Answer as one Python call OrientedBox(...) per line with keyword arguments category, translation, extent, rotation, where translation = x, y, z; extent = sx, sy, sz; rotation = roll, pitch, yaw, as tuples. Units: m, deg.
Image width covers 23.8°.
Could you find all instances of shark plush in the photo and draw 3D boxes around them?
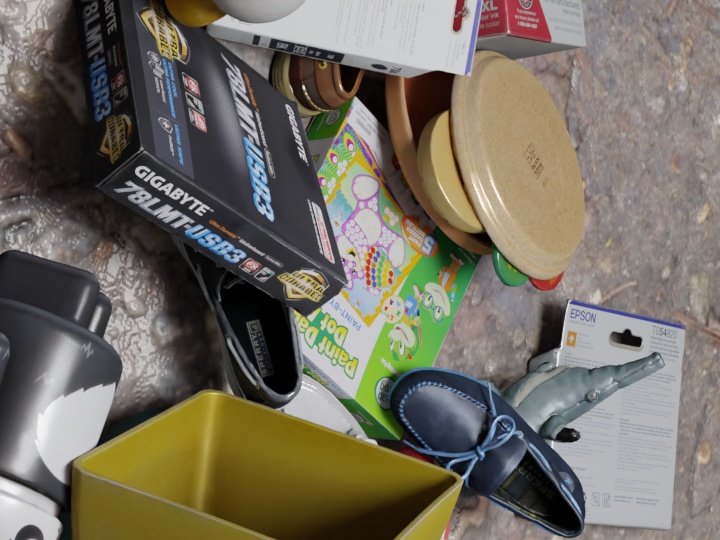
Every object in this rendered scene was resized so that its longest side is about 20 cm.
OrientedBox(category="shark plush", translation=(0.166, 0.129, 1.445), extent=(0.083, 0.199, 0.091), rotation=(-101, 173, -60))

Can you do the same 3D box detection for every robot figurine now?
OrientedBox(category="robot figurine", translation=(-0.222, 0.092, 1.077), extent=(0.150, 0.124, 0.201), rotation=(34, 66, -40))

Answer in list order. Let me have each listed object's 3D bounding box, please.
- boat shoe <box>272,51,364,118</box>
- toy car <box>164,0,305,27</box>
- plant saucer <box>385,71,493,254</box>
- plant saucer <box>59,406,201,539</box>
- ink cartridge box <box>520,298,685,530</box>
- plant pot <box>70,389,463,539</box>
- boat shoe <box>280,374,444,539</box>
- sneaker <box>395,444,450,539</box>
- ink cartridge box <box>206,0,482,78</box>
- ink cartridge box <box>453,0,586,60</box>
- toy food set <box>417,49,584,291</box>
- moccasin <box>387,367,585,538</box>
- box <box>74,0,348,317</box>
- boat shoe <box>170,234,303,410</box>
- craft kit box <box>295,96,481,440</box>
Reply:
OrientedBox(category="boat shoe", translation=(-0.004, -0.212, 1.335), extent=(0.072, 0.067, 0.201), rotation=(32, 68, -41))
OrientedBox(category="toy car", translation=(-0.084, -0.270, 1.151), extent=(0.200, 0.175, 0.150), rotation=(-51, 121, -8))
OrientedBox(category="plant saucer", translation=(0.079, -0.109, 1.411), extent=(0.200, 0.032, 0.201), rotation=(31, 50, -46))
OrientedBox(category="plant saucer", translation=(-0.132, 0.200, 1.234), extent=(0.199, 0.036, 0.201), rotation=(-1, 92, -46))
OrientedBox(category="ink cartridge box", translation=(0.228, 0.137, 1.594), extent=(0.199, 0.040, 0.201), rotation=(13, 81, -45))
OrientedBox(category="plant pot", translation=(-0.070, 0.210, 1.117), extent=(0.200, 0.199, 0.177), rotation=(-27, 132, -66))
OrientedBox(category="boat shoe", translation=(-0.003, 0.157, 1.295), extent=(0.072, 0.068, 0.201), rotation=(-28, 85, -32))
OrientedBox(category="sneaker", translation=(-0.003, 0.221, 1.337), extent=(0.115, 0.078, 0.201), rotation=(31, 68, -42))
OrientedBox(category="ink cartridge box", translation=(-0.009, -0.205, 1.274), extent=(0.199, 0.039, 0.100), rotation=(12, 79, -5))
OrientedBox(category="ink cartridge box", translation=(0.111, -0.282, 1.412), extent=(0.145, 0.082, 0.201), rotation=(-4, 88, -56))
OrientedBox(category="toy food set", translation=(0.122, -0.080, 1.388), extent=(0.198, 0.048, 0.201), rotation=(50, 37, -31))
OrientedBox(category="moccasin", translation=(0.111, 0.144, 1.361), extent=(0.199, 0.068, 0.081), rotation=(31, 105, -21))
OrientedBox(category="box", translation=(-0.104, -0.089, 1.175), extent=(0.198, 0.050, 0.201), rotation=(33, 29, -38))
OrientedBox(category="boat shoe", translation=(-0.086, 0.002, 1.220), extent=(0.071, 0.068, 0.201), rotation=(-13, 83, -17))
OrientedBox(category="craft kit box", translation=(0.000, 0.000, 1.362), extent=(0.200, 0.048, 0.198), rotation=(44, 64, -36))
